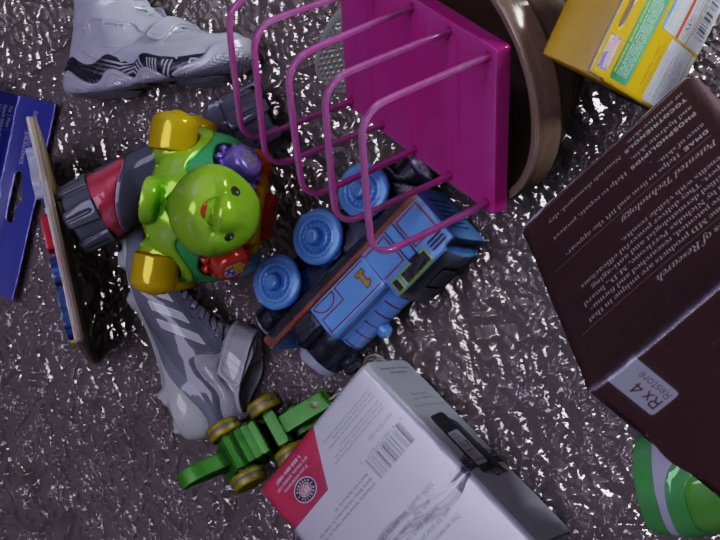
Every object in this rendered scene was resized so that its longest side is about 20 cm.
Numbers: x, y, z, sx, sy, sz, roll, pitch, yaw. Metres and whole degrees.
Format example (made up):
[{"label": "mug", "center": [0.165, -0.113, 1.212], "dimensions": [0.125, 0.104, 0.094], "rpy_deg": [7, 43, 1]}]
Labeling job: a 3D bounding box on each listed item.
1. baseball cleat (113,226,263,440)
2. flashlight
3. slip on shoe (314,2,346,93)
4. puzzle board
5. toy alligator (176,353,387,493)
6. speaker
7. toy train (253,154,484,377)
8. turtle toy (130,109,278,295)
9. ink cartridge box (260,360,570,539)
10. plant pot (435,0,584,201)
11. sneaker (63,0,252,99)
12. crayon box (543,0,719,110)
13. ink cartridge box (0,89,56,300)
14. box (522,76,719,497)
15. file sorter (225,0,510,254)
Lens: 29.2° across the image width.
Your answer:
[{"label": "baseball cleat", "center": [-0.144, 0.045, 1.216], "dimensions": [0.106, 0.070, 0.200], "rpy_deg": [-21, 80, 8]}, {"label": "flashlight", "center": [-0.161, -0.086, 1.196], "dimensions": [0.200, 0.068, 0.068], "rpy_deg": [-25, 60, 3]}, {"label": "slip on shoe", "center": [0.029, -0.230, 1.138], "dimensions": [0.074, 0.061, 0.200], "rpy_deg": [29, 116, -11]}, {"label": "puzzle board", "center": [-0.269, -0.021, 1.233], "dimensions": [0.017, 0.151, 0.200], "rpy_deg": [-12, 80, -9]}, {"label": "toy alligator", "center": [-0.061, 0.132, 1.167], "dimensions": [0.200, 0.054, 0.059], "rpy_deg": [-30, 74, -3]}, {"label": "speaker", "center": [0.298, 0.138, 0.969], "dimensions": [0.200, 0.088, 0.089], "rpy_deg": [-11, 83, 26]}, {"label": "toy train", "center": [0.000, 0.000, 1.122], "dimensions": [0.200, 0.087, 0.114], "rpy_deg": [-46, 67, 17]}, {"label": "turtle toy", "center": [-0.119, -0.048, 1.081], "dimensions": [0.101, 0.200, 0.146], "rpy_deg": [8, 94, 4]}, {"label": "ink cartridge box", "center": [0.043, 0.192, 1.095], "dimensions": [0.200, 0.083, 0.145], "rpy_deg": [46, 107, 20]}, {"label": "plant pot", "center": [0.105, -0.161, 1.051], "dimensions": [0.201, 0.093, 0.201], "rpy_deg": [46, 150, 37]}, {"label": "sneaker", "center": [-0.184, -0.219, 1.231], "dimensions": [0.200, 0.075, 0.115], "rpy_deg": [-4, 89, 30]}, {"label": "crayon box", "center": [0.197, -0.187, 0.970], "dimensions": [0.052, 0.200, 0.126], "rpy_deg": [30, 100, 24]}, {"label": "ink cartridge box", "center": [-0.404, -0.088, 1.352], "dimensions": [0.200, 0.047, 0.198], "rpy_deg": [14, 93, 31]}, {"label": "box", "center": [0.236, 0.013, 0.915], "dimensions": [0.164, 0.166, 0.200], "rpy_deg": [-43, 29, 18]}, {"label": "file sorter", "center": [0.000, -0.126, 1.031], "dimensions": [0.200, 0.125, 0.139], "rpy_deg": [41, 146, 42]}]
